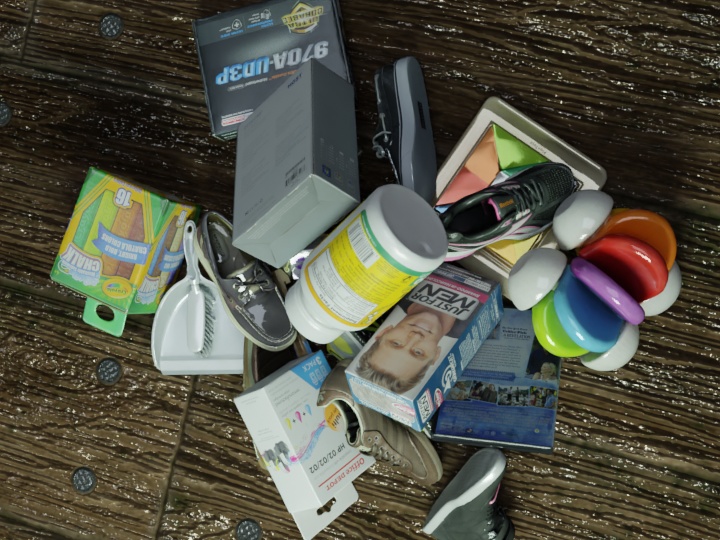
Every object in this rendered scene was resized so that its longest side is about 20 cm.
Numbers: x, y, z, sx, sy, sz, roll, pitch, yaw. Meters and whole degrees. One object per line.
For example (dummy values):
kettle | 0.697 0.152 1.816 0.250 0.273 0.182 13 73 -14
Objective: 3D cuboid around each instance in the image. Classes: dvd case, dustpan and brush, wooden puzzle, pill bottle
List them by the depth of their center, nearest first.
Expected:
pill bottle | 0.000 0.000 1.154 0.200 0.112 0.113 -42 79 36
dvd case | 0.168 0.124 1.191 0.141 0.018 0.201 4 50 14
wooden puzzle | 0.182 -0.090 1.247 0.184 0.037 0.201 35 96 10
dustpan and brush | -0.217 0.037 1.315 0.138 0.057 0.203 -2 86 12

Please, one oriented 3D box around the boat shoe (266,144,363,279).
boat shoe | -0.055 -0.080 1.281 0.060 0.072 0.202 40 102 8

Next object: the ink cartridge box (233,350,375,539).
ink cartridge box | -0.058 0.217 1.228 0.068 0.115 0.202 -23 95 44

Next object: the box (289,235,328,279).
box | 0.010 -0.025 1.241 0.197 0.042 0.039 -7 113 2

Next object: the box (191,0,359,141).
box | -0.112 -0.273 1.310 0.198 0.046 0.161 -11 86 11

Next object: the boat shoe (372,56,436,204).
boat shoe | 0.048 -0.170 1.256 0.067 0.073 0.202 -13 79 29

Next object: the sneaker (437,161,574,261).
sneaker | 0.172 -0.070 1.178 0.199 0.086 0.081 -29 84 -8

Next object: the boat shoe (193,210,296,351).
boat shoe | -0.148 0.011 1.248 0.071 0.065 0.201 -28 73 -17

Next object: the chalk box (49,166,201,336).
chalk box | -0.314 -0.016 1.305 0.123 0.124 0.202 21 92 12

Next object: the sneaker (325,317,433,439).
sneaker | 0.037 0.137 1.264 0.200 0.075 0.076 49 129 7

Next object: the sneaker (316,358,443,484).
sneaker | 0.019 0.205 1.226 0.200 0.070 0.076 50 58 -11

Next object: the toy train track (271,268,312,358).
toy train track | -0.069 0.092 1.290 0.114 0.032 0.202 -17 94 51

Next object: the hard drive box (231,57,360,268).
hard drive box | -0.080 -0.131 1.205 0.155 0.076 0.202 -35 42 35

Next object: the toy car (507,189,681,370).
toy car | 0.284 0.015 1.142 0.175 0.150 0.201 40 86 -10

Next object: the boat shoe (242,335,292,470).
boat shoe | -0.130 0.165 1.290 0.076 0.071 0.203 -10 87 44

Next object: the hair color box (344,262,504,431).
hair color box | 0.080 0.085 1.185 0.099 0.061 0.200 19 54 31

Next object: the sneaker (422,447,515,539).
sneaker | 0.155 0.285 1.190 0.099 0.071 0.201 31 139 2
